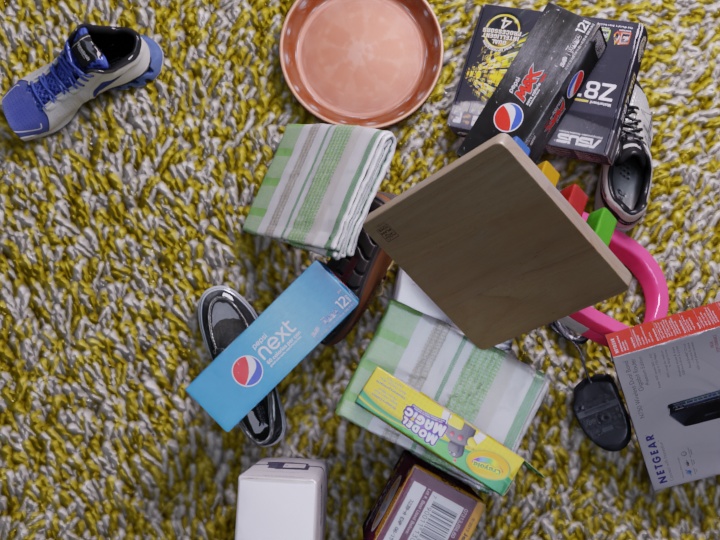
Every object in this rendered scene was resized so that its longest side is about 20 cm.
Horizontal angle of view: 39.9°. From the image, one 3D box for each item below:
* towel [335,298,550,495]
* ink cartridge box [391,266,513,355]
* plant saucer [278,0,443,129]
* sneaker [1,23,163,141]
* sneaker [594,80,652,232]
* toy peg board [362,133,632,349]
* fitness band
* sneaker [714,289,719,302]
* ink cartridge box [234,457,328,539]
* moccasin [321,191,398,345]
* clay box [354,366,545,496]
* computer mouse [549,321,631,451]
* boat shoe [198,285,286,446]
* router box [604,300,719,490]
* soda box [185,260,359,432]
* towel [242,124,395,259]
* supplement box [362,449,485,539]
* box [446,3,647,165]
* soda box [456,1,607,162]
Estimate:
[{"bbox_3d":[0.091,0.138,1.100,0.200,0.031,0.149,27,84,3],"label":"towel"},{"bbox_3d":[0.104,0.065,1.157,0.146,0.085,0.200,12,83,0],"label":"ink cartridge box"},{"bbox_3d":[0.001,-0.267,1.211,0.200,0.032,0.200,0,84,-2],"label":"plant saucer"},{"bbox_3d":[-0.334,-0.236,1.159,0.199,0.115,0.081,-28,85,-4],"label":"sneaker"},{"bbox_3d":[0.321,-0.148,1.180,0.076,0.088,0.200,-1,83,0],"label":"sneaker"},{"bbox_3d":[0.146,-0.044,1.020,0.199,0.200,0.098,45,45,-16],"label":"toy peg board"},{"bbox_3d":[0.276,0.009,1.148,0.200,0.037,0.144,28,57,-17],"label":"fitness band"},{"bbox_3d":[0.473,0.078,1.175,0.105,0.076,0.200,15,97,-10],"label":"sneaker"},{"bbox_3d":[-0.083,0.285,1.075,0.084,0.200,0.145,3,85,2],"label":"ink cartridge box"},{"bbox_3d":[-0.001,-0.001,1.153,0.074,0.078,0.201,32,109,28],"label":"moccasin"},{"bbox_3d":[0.090,0.170,1.024,0.200,0.115,0.048,33,86,4],"label":"clay box"},{"bbox_3d":[0.271,0.120,1.186,0.059,0.034,0.200,-22,80,19],"label":"computer mouse"},{"bbox_3d":[-0.134,0.109,1.153,0.072,0.071,0.200,-24,86,-3],"label":"boat shoe"},{"bbox_3d":[0.389,0.138,1.110,0.179,0.049,0.200,-18,116,11],"label":"router box"},{"bbox_3d":[-0.094,0.080,1.084,0.200,0.064,0.068,-45,90,1],"label":"soda box"},{"bbox_3d":[-0.048,-0.094,1.122,0.031,0.200,0.149,29,82,-36],"label":"towel"},{"bbox_3d":[0.064,0.269,1.078,0.086,0.200,0.110,29,85,2],"label":"supplement box"},{"bbox_3d":[0.219,-0.222,1.169,0.200,0.049,0.161,16,87,24],"label":"box"},{"bbox_3d":[0.193,-0.192,1.112,0.071,0.063,0.200,33,92,25],"label":"soda box"}]
